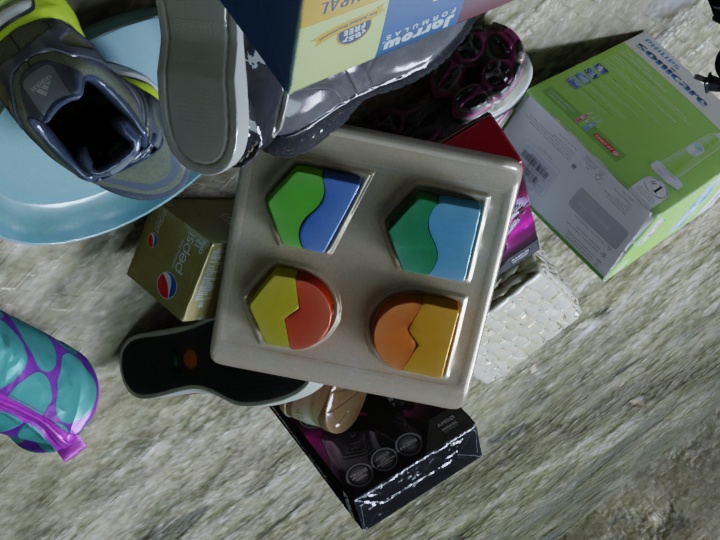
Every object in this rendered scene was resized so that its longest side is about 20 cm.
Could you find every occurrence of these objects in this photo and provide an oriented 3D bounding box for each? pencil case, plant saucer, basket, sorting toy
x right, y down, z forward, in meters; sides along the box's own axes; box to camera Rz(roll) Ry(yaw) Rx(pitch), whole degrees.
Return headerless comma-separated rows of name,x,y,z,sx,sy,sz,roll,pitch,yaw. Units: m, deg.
pencil case,-0.252,0.070,0.981,0.085,0.093,0.200,-37,158,3
plant saucer,-0.152,-0.091,0.893,0.200,0.027,0.200,-30,156,-15
basket,0.110,0.010,1.337,0.135,0.124,0.200,-38,158,8
sorting toy,0.000,0.000,0.986,0.037,0.184,0.201,-83,-176,-63

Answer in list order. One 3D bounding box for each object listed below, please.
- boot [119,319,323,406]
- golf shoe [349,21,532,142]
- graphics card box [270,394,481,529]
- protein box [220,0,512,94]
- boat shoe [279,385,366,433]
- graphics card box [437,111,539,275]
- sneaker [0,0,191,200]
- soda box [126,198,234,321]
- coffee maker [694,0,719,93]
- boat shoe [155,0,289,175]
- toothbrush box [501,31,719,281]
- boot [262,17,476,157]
boot,-0.074,0.063,1.162,0.199,0.073,0.144,-4,-178,39
golf shoe,0.052,-0.098,1.109,0.200,0.073,0.092,-38,159,4
graphics card box,-0.001,0.118,1.274,0.125,0.200,0.051,-29,139,-14
protein box,-0.017,-0.224,0.598,0.135,0.200,0.199,-26,156,-22
boat shoe,-0.012,0.034,1.227,0.073,0.063,0.201,40,67,-53
graphics card box,0.066,-0.032,1.098,0.125,0.051,0.200,-32,161,-1
sneaker,-0.144,-0.076,0.792,0.074,0.081,0.200,-38,154,6
soda box,-0.074,-0.011,1.088,0.200,0.068,0.064,-2,122,-53
coffee maker,0.277,-0.251,0.984,0.134,0.193,0.200,0,158,26
boat shoe,-0.068,-0.152,0.776,0.060,0.074,0.201,-31,126,-53
toothbrush box,0.220,-0.099,1.206,0.200,0.146,0.086,-31,161,-44
boot,0.002,-0.164,0.891,0.200,0.070,0.132,-45,157,-18
